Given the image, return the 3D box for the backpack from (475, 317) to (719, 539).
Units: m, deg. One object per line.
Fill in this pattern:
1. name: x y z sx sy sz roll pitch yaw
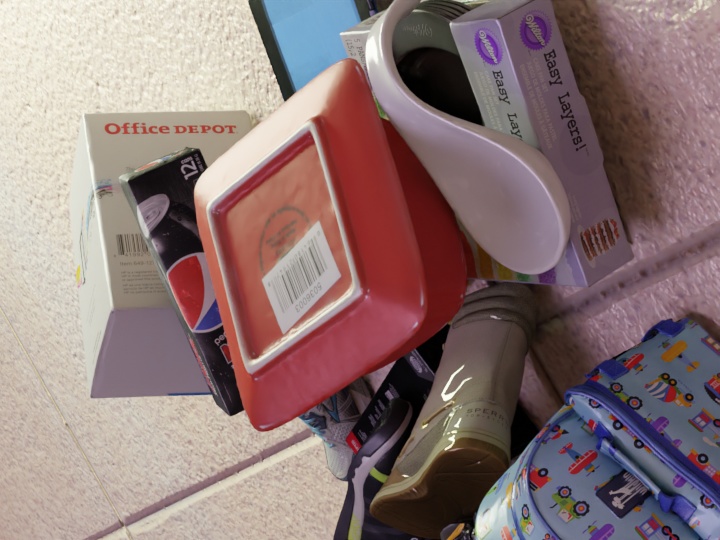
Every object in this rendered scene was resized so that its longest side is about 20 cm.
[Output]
1. backpack: 0.183 0.152 1.381 0.183 0.200 0.135 47 149 25

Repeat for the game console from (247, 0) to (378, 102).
1. game console: -0.056 -0.136 1.577 0.118 0.171 0.200 40 160 -15

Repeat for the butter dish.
1. butter dish: 0.002 -0.011 1.414 0.200 0.147 0.200 -36 60 41

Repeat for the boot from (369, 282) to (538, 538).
1. boot: 0.073 0.107 1.572 0.072 0.155 0.200 20 151 -10

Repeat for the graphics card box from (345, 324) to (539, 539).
1. graphics card box: 0.064 0.137 1.717 0.126 0.051 0.200 53 152 15

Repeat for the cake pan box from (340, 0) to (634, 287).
1. cake pan box: 0.082 -0.089 1.412 0.184 0.052 0.201 5 119 54

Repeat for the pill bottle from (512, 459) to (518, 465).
1. pill bottle: 0.193 0.215 1.513 0.200 0.114 0.115 37 144 36

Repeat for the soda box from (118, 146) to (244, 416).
1. soda box: -0.118 0.007 1.622 0.201 0.063 0.071 67 170 -9

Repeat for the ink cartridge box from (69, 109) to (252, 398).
1. ink cartridge box: -0.160 -0.015 1.765 0.145 0.147 0.201 112 152 -54

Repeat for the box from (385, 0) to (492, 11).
1. box: 0.100 -0.100 1.459 0.144 0.036 0.201 2 116 57

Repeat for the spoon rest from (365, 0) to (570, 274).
1. spoon rest: 0.064 -0.083 1.334 0.200 0.060 0.099 57 150 7

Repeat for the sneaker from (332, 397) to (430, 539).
1. sneaker: 0.035 0.179 1.704 0.083 0.072 0.200 26 143 11

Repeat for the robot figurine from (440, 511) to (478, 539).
1. robot figurine: 0.113 0.255 1.489 0.200 0.058 0.146 17 119 51

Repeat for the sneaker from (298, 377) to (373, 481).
1. sneaker: -0.043 0.104 1.822 0.078 0.086 0.201 25 135 48
